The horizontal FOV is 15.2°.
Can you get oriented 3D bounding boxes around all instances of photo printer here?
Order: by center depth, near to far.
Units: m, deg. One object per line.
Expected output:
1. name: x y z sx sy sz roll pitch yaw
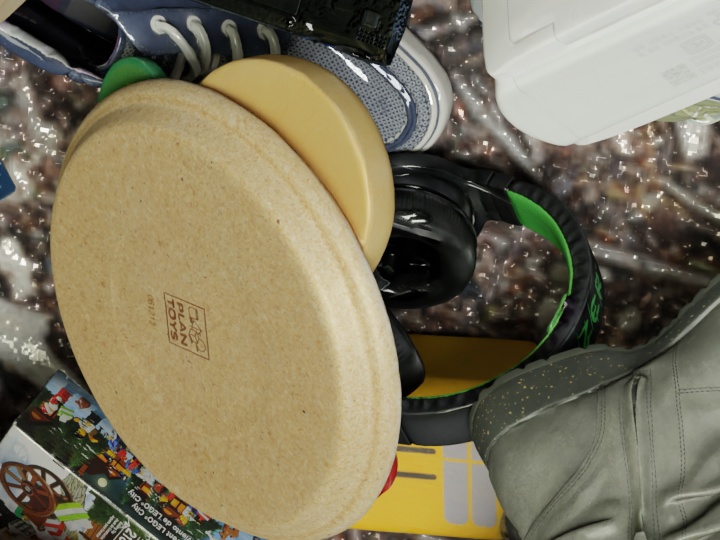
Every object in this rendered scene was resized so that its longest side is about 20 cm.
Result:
1. photo printer: 0.119 -0.160 0.975 0.166 0.200 0.069 -24 140 31

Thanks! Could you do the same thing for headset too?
1. headset: 0.000 0.000 1.108 0.200 0.124 0.094 10 147 30

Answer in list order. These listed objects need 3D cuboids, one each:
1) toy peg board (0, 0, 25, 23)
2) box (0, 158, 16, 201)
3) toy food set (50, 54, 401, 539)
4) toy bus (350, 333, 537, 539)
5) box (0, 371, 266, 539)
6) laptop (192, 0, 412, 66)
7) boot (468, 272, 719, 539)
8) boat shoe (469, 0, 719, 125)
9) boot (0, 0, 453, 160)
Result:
1. toy peg board: -0.147 -0.224 0.998 0.199 0.098 0.200 -39 58 20
2. box: -0.234 -0.108 1.134 0.137 0.038 0.200 -4 117 55
3. toy food set: -0.053 0.012 1.056 0.198 0.049 0.200 2 112 48
4. toy bus: 0.016 0.071 1.170 0.200 0.065 0.078 3 112 14
5. box: -0.125 0.143 1.206 0.137 0.038 0.200 39 140 -1
6. laptop: -0.068 -0.191 1.060 0.200 0.103 0.177 17 86 -17
7. boot: 0.145 0.072 1.011 0.200 0.131 0.068 -26 137 5
8. boat shoe: 0.124 -0.089 1.038 0.200 0.072 0.062 22 146 48
9. boot: -0.064 -0.087 1.107 0.200 0.090 0.073 22 117 5
